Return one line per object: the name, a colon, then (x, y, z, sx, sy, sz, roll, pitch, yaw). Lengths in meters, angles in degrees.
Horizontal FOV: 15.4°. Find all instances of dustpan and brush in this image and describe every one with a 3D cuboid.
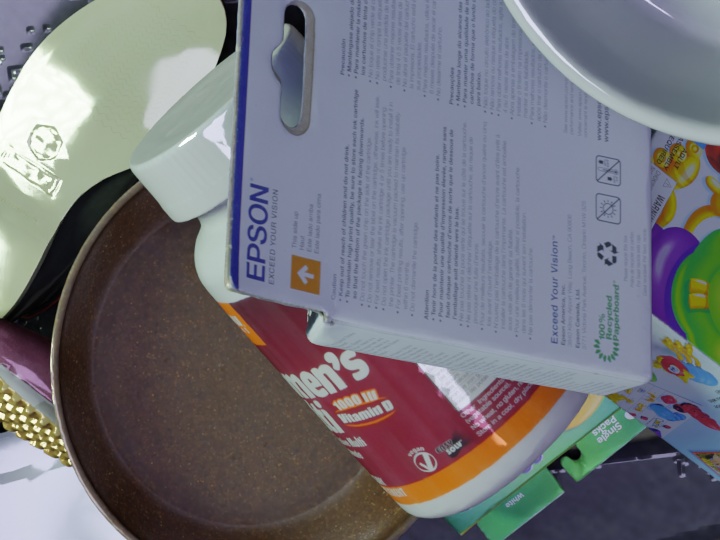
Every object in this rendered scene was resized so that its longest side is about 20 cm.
dustpan and brush: (-0.127, 0.161, 1.297, 0.139, 0.057, 0.201, -17, 100, -10)

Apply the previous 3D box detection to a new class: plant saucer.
plant saucer: (-0.046, 0.041, 1.185, 0.200, 0.037, 0.201, 0, 91, -23)

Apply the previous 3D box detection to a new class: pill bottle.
pill bottle: (0.000, 0.000, 1.126, 0.109, 0.110, 0.200, -39, 105, 11)

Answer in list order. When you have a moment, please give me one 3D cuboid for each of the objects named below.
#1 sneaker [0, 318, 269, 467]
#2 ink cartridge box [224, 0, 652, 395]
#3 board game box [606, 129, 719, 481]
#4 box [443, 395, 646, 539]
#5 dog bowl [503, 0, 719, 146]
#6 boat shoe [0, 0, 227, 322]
sneaker: (-0.094, 0.059, 1.227, 0.200, 0.075, 0.090, 35, 75, -25)
ink cartridge box: (0.028, -0.061, 1.068, 0.200, 0.041, 0.200, 13, 69, -29)
board game box: (0.174, 0.022, 1.204, 0.200, 0.105, 0.103, 37, 68, -15)
box: (0.042, 0.034, 1.258, 0.117, 0.048, 0.200, -40, 106, 11)
dog bowl: (0.145, -0.152, 0.996, 0.200, 0.079, 0.201, 13, 123, 21)
boat shoe: (-0.129, -0.056, 1.218, 0.074, 0.063, 0.202, 41, 104, 8)
